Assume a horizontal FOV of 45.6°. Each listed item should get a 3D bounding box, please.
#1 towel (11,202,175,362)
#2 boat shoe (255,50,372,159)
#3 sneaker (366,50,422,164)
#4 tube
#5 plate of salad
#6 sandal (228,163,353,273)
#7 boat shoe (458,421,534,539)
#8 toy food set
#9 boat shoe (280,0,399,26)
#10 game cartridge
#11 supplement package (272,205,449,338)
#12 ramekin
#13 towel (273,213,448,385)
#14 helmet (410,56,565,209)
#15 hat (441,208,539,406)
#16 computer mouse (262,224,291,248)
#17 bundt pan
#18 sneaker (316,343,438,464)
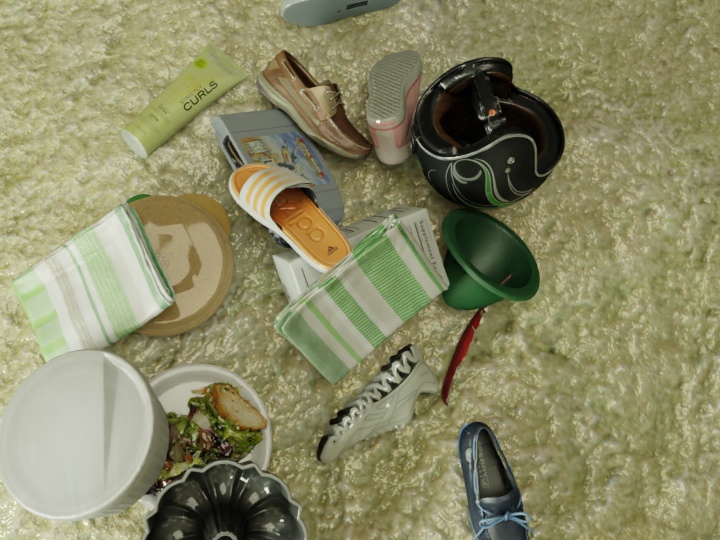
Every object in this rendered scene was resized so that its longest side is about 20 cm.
[{"bbox_3d":[-0.346,0.025,1.098,0.198,0.031,0.151,-31,78,11],"label":"towel"},{"bbox_3d":[-0.059,-0.236,1.223,0.199,0.076,0.072,39,113,2],"label":"boat shoe"},{"bbox_3d":[0.053,-0.235,1.261,0.074,0.106,0.202,-2,43,16],"label":"sneaker"},{"bbox_3d":[-0.253,-0.244,1.221,0.200,0.052,0.058,-48,127,-22],"label":"tube"},{"bbox_3d":[-0.211,0.219,1.101,0.197,0.048,0.204,2,75,-9],"label":"plate of salad"},{"bbox_3d":[-0.082,-0.082,1.071,0.079,0.060,0.206,-39,66,-24],"label":"sandal"},{"bbox_3d":[0.173,0.302,1.129,0.083,0.069,0.202,-20,79,-14],"label":"boat shoe"},{"bbox_3d":[-0.268,-0.009,1.153,0.195,0.049,0.203,-4,76,-10],"label":"toy food set"},{"bbox_3d":[-0.037,-0.436,1.300,0.197,0.071,0.092,-15,77,-20],"label":"boat shoe"},{"bbox_3d":[-0.108,-0.141,1.186,0.132,0.042,0.201,-18,67,-37],"label":"game cartridge"},{"bbox_3d":[0.000,0.000,1.147,0.197,0.109,0.115,-21,102,-14],"label":"supplement package"},{"bbox_3d":[-0.324,0.204,1.037,0.199,0.094,0.206,-5,66,11],"label":"ramekin"},{"bbox_3d":[0.004,0.042,1.068,0.199,0.153,0.023,-41,40,0],"label":"towel"},{"bbox_3d":[0.178,-0.180,1.199,0.197,0.190,0.203,-11,65,25],"label":"helmet"},{"bbox_3d":[0.139,0.036,1.224,0.165,0.177,0.200,39,35,4],"label":"hat"},{"bbox_3d":[-0.137,-0.111,1.191,0.058,0.034,0.202,-3,57,-36],"label":"computer mouse"},{"bbox_3d":[-0.165,0.321,1.047,0.198,0.076,0.206,-1,95,-10],"label":"bundt pan"},{"bbox_3d":[0.025,0.190,1.138,0.200,0.075,0.081,-43,94,-16],"label":"sneaker"}]
